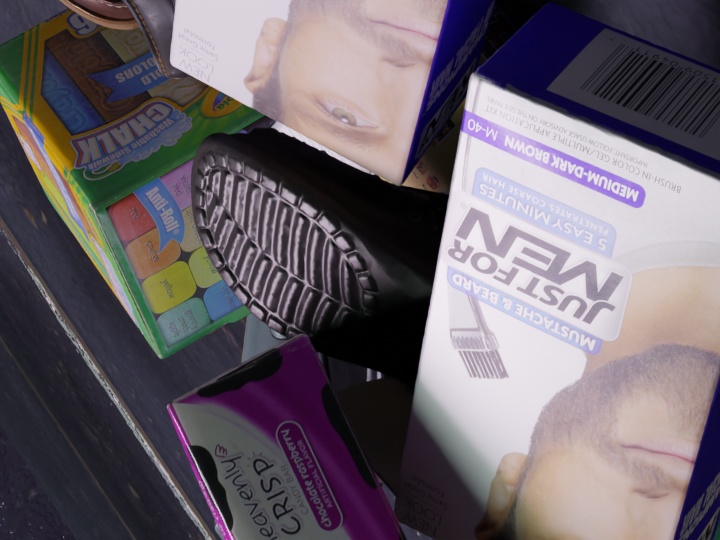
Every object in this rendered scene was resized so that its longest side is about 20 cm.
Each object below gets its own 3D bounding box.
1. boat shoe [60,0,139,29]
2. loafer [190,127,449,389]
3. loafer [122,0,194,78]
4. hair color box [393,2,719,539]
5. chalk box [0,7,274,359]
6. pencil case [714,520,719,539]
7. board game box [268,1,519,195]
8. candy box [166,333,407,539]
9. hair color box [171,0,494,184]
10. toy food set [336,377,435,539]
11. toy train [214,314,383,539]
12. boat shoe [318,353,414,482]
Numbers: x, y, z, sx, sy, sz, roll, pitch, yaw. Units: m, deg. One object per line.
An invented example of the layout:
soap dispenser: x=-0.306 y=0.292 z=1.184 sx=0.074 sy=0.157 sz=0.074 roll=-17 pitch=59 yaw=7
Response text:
boat shoe: x=-0.165 y=-0.215 z=1.175 sx=0.201 sy=0.070 sz=0.070 roll=54 pitch=167 yaw=9
loafer: x=0.020 y=0.001 z=0.922 sx=0.199 sy=0.071 sz=0.073 roll=32 pitch=132 yaw=16
loafer: x=-0.125 y=-0.178 z=1.103 sx=0.073 sy=0.072 sz=0.201 roll=-91 pitch=-17 yaw=-62
hair color box: x=0.082 y=0.021 z=0.796 sx=0.109 sy=0.065 sz=0.201 roll=24 pitch=131 yaw=20
chalk box: x=-0.094 y=-0.049 z=1.215 sx=0.200 sy=0.123 sz=0.125 roll=50 pitch=165 yaw=43
pencil case: x=0.109 y=0.088 z=1.035 sx=0.200 sy=0.088 sz=0.089 roll=25 pitch=145 yaw=57
board game box: x=0.052 y=-0.014 z=0.962 sx=0.200 sy=0.035 sz=0.136 roll=53 pitch=128 yaw=11
candy box: x=-0.023 y=0.101 z=0.901 sx=0.137 sy=0.061 sz=0.200 roll=64 pitch=175 yaw=2
hair color box: x=-0.002 y=-0.133 z=0.834 sx=0.109 sy=0.065 sz=0.201 roll=28 pitch=147 yaw=10
toy food set: x=0.050 y=0.151 z=0.995 sx=0.144 sy=0.060 sz=0.201 roll=45 pitch=163 yaw=37
toy train: x=-0.030 y=0.086 z=1.269 sx=0.085 sy=0.201 sz=0.114 roll=-2 pitch=149 yaw=16
boat shoe: x=0.000 y=0.000 z=1.070 sx=0.072 sy=0.067 sz=0.202 roll=-21 pitch=74 yaw=59
